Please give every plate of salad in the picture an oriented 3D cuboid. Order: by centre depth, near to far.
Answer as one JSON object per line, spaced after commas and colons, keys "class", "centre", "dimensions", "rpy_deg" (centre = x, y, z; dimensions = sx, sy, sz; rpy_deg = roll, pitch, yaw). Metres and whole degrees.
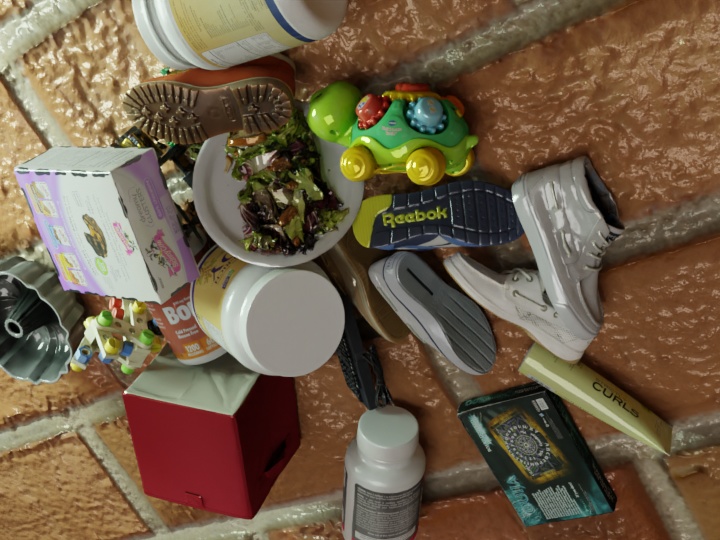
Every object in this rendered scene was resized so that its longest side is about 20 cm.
{"class": "plate of salad", "centre": [-0.094, -0.104, 1.223], "dimensions": [0.198, 0.202, 0.048], "rpy_deg": [26, 167, 8]}

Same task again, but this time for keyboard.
{"class": "keyboard", "centre": [-0.008, 0.104, 1.367], "dimensions": [0.127, 0.020, 0.201], "rpy_deg": [37, 152, 45]}

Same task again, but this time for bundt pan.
{"class": "bundt pan", "centre": [-0.489, 0.065, 1.595], "dimensions": [0.199, 0.076, 0.204], "rpy_deg": [12, 125, 17]}

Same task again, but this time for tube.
{"class": "tube", "centre": [0.284, 0.149, 1.288], "dimensions": [0.199, 0.058, 0.052], "rpy_deg": [33, 155, 8]}

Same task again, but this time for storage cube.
{"class": "storage cube", "centre": [-0.201, 0.203, 1.487], "dimensions": [0.198, 0.171, 0.182], "rpy_deg": [9, 124, 20]}

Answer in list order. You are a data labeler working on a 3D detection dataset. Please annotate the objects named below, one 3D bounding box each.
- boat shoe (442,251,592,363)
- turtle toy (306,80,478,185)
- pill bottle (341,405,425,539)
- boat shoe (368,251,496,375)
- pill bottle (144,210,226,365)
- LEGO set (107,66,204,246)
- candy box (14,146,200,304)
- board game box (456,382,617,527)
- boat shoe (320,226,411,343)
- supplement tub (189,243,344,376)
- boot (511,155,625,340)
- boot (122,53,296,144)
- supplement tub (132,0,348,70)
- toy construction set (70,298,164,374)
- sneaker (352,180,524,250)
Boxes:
{"class": "boat shoe", "centre": [0.188, 0.026, 1.253], "dimensions": [0.199, 0.071, 0.070], "rpy_deg": [32, 107, -11]}
{"class": "turtle toy", "centre": [0.033, -0.152, 1.172], "dimensions": [0.198, 0.146, 0.103], "rpy_deg": [6, 102, 21]}
{"class": "pill bottle", "centre": [0.031, 0.284, 1.467], "dimensions": [0.109, 0.111, 0.202], "rpy_deg": [15, 127, 16]}
{"class": "boat shoe", "centre": [0.089, 0.049, 1.313], "dimensions": [0.066, 0.074, 0.200], "rpy_deg": [-4, 132, 53]}
{"class": "pill bottle", "centre": [-0.234, 0.013, 1.414], "dimensions": [0.111, 0.112, 0.202], "rpy_deg": [-13, 116, 31]}
{"class": "LEGO set", "centre": [-0.208, -0.136, 1.299], "dimensions": [0.153, 0.116, 0.201], "rpy_deg": [-25, 108, 36]}
{"class": "candy box", "centre": [-0.301, -0.057, 1.285], "dimensions": [0.198, 0.071, 0.170], "rpy_deg": [6, 122, 41]}
{"class": "board game box", "centre": [0.227, 0.240, 1.396], "dimensions": [0.134, 0.028, 0.201], "rpy_deg": [-18, 112, 34]}
{"class": "boat shoe", "centre": [0.000, 0.000, 1.328], "dimensions": [0.069, 0.074, 0.201], "rpy_deg": [3, 127, 52]}
{"class": "supplement tub", "centre": [-0.113, 0.042, 1.302], "dimensions": [0.200, 0.145, 0.147], "rpy_deg": [23, 142, 63]}
{"class": "boot", "centre": [0.245, -0.023, 1.179], "dimensions": [0.095, 0.074, 0.202], "rpy_deg": [-19, 105, 33]}
{"class": "boot", "centre": [-0.167, -0.203, 1.228], "dimensions": [0.197, 0.108, 0.076], "rpy_deg": [-1, 130, 8]}
{"class": "supplement tub", "centre": [-0.127, -0.295, 1.138], "dimensions": [0.198, 0.145, 0.146], "rpy_deg": [-9, 117, 30]}
{"class": "toy construction set", "centre": [-0.327, 0.052, 1.459], "dimensions": [0.130, 0.202, 0.092], "rpy_deg": [14, 143, -32]}
{"class": "sneaker", "centre": [0.094, -0.060, 1.239], "dimensions": [0.197, 0.082, 0.075], "rpy_deg": [0, 85, 13]}
